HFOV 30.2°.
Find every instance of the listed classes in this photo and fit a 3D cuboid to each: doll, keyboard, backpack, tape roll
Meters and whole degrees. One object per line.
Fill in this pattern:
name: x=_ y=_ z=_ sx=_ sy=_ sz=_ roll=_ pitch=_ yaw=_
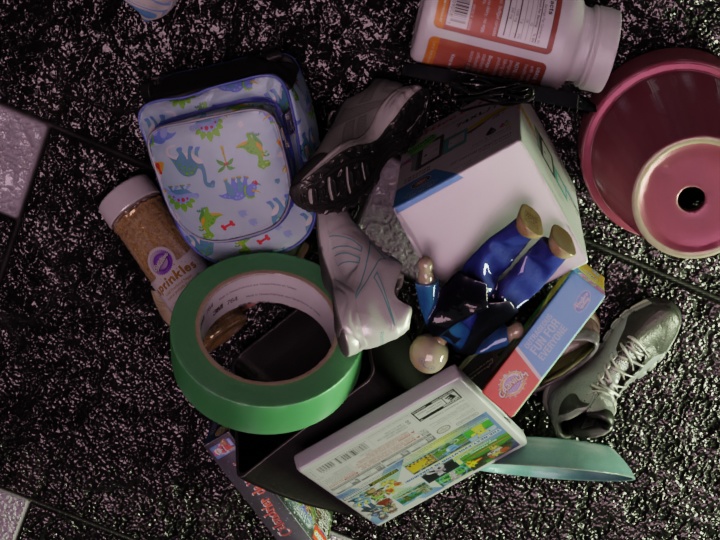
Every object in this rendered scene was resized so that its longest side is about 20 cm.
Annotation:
doll: x=0.112 y=0.024 z=1.286 sx=0.135 sy=0.049 sz=0.200 roll=30 pitch=120 yaw=-19
keyboard: x=0.128 y=-0.171 z=1.328 sx=0.198 sy=0.104 sz=0.040 roll=14 pitch=94 yaw=27
backpack: x=-0.130 y=-0.108 z=1.411 sx=0.180 sy=0.148 sz=0.202 roll=-11 pitch=118 yaw=13
tape roll: x=-0.095 y=0.071 z=1.362 sx=0.197 sy=0.202 sz=0.049 roll=7 pitch=139 yaw=1

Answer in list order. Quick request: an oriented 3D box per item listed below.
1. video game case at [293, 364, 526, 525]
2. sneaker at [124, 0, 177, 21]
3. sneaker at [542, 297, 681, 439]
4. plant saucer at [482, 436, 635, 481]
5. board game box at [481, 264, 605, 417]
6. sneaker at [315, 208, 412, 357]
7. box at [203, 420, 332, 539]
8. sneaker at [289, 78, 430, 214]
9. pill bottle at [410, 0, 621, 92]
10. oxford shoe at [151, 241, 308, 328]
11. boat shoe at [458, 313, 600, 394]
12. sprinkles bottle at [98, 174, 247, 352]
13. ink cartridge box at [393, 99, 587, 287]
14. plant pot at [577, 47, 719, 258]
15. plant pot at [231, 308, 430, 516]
video game case: x=0.056 y=0.189 z=1.413 sx=0.199 sy=0.022 sz=0.182 roll=-31 pitch=140 yaw=13
sneaker: x=-0.270 y=-0.334 z=1.362 sx=0.200 sy=0.072 sz=0.072 roll=45 pitch=137 yaw=-8
sneaker: x=0.291 y=0.126 z=1.505 sx=0.075 sy=0.116 sz=0.200 roll=38 pitch=112 yaw=-14
plant saucer: x=0.216 y=0.216 z=1.536 sx=0.197 sy=0.200 sz=0.037 roll=4 pitch=78 yaw=2
board game box: x=0.194 y=0.064 z=1.393 sx=0.040 sy=0.200 sz=0.154 roll=37 pitch=99 yaw=5
sneaker: x=0.000 y=0.000 z=1.350 sx=0.079 sy=0.202 sz=0.071 roll=-12 pitch=140 yaw=-5
box: x=-0.102 y=0.235 z=1.571 sx=0.037 sy=0.137 sz=0.201 roll=-29 pitch=110 yaw=16
sneaker: x=-0.010 y=-0.130 z=1.380 sx=0.079 sy=0.200 sz=0.075 roll=25 pitch=142 yaw=28
pill bottle: x=0.156 y=-0.244 z=1.347 sx=0.197 sy=0.113 sz=0.113 roll=14 pitch=115 yaw=-3
oxford shoe: x=-0.150 y=0.007 z=1.507 sx=0.198 sy=0.071 sz=0.074 roll=-30 pitch=107 yaw=16
boat shoe: x=0.187 y=0.110 z=1.533 sx=0.198 sy=0.065 sz=0.072 roll=-30 pitch=110 yaw=16
sprinkles bottle: x=-0.205 y=-0.008 z=1.463 sx=0.068 sy=0.068 sz=0.201 roll=-39 pitch=82 yaw=19
ink cartridge box: x=0.133 y=-0.075 z=1.377 sx=0.145 sy=0.201 sz=0.147 roll=-27 pitch=109 yaw=16
plant pot: x=0.328 y=-0.107 z=1.362 sx=0.197 sy=0.180 sz=0.203 roll=1 pitch=115 yaw=2
plant pot: x=-0.014 y=0.157 z=1.507 sx=0.199 sy=0.201 sz=0.177 roll=-37 pitch=122 yaw=18
